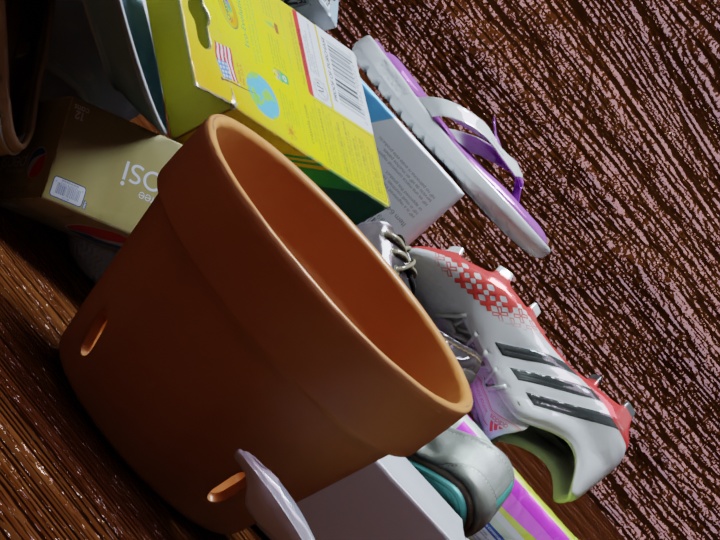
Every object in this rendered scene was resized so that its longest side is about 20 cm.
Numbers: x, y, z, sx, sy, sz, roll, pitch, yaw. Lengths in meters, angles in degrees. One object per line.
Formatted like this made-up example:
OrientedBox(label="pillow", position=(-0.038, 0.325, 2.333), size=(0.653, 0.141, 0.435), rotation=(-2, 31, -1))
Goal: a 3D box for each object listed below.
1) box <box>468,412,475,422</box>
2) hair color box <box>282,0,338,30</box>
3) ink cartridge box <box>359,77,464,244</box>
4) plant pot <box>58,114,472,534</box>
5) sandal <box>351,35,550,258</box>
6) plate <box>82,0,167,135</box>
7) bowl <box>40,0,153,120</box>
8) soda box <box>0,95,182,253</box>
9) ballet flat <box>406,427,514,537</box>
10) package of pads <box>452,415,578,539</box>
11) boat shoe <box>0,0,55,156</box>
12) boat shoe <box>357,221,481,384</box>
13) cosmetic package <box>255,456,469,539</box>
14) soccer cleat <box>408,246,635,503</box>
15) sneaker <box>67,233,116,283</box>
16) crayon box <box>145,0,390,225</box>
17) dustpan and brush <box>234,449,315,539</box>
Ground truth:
OrientedBox(label="box", position=(0.023, 0.068, 1.825), size=(0.119, 0.041, 0.200), rotation=(44, -14, -5))
OrientedBox(label="hair color box", position=(-0.124, -0.189, 1.738), size=(0.099, 0.200, 0.061), rotation=(53, 32, -47))
OrientedBox(label="ink cartridge box", position=(-0.052, -0.041, 1.787), size=(0.147, 0.200, 0.146), rotation=(48, 3, -3))
OrientedBox(label="plant pot", position=(-0.059, 0.039, 1.335), size=(0.200, 0.140, 0.200), rotation=(47, 11, -12))
OrientedBox(label="sandal", position=(0.070, -0.094, 1.803), size=(0.203, 0.050, 0.082), rotation=(49, 3, 12))
OrientedBox(label="plate", position=(-0.147, -0.172, 1.502), size=(0.200, 0.026, 0.201), rotation=(166, -90, -89))
OrientedBox(label="bowl", position=(-0.206, -0.146, 1.660), size=(0.201, 0.201, 0.091), rotation=(44, 50, -39))
OrientedBox(label="soda box", position=(-0.113, -0.037, 1.532), size=(0.200, 0.064, 0.068), rotation=(24, -14, -33))
OrientedBox(label="ballet flat", position=(0.006, 0.103, 1.607), size=(0.200, 0.064, 0.068), rotation=(25, -50, 26))
OrientedBox(label="package of pads", position=(0.058, 0.151, 1.739), size=(0.155, 0.068, 0.200), rotation=(48, -12, -6))
OrientedBox(label="boat shoe", position=(-0.196, -0.152, 1.491), size=(0.063, 0.200, 0.073), rotation=(-1, -22, 28))
OrientedBox(label="boat shoe", position=(0.000, 0.000, 1.670), size=(0.200, 0.073, 0.075), rotation=(35, -5, 8))
OrientedBox(label="cosmetic package", position=(-0.030, 0.109, 1.484), size=(0.200, 0.081, 0.113), rotation=(49, 5, -4))
OrientedBox(label="soccer cleat", position=(0.092, 0.066, 1.702), size=(0.200, 0.085, 0.069), rotation=(45, -33, -5))
OrientedBox(label="sneaker", position=(-0.115, -0.004, 1.653), size=(0.200, 0.075, 0.115), rotation=(41, 10, -33))
OrientedBox(label="crayon box", position=(-0.067, -0.115, 1.594), size=(0.200, 0.051, 0.127), rotation=(32, 38, -49))
OrientedBox(label="dustpan and brush", position=(-0.010, 0.175, 1.225), size=(0.200, 0.057, 0.140), rotation=(49, 5, 7))
